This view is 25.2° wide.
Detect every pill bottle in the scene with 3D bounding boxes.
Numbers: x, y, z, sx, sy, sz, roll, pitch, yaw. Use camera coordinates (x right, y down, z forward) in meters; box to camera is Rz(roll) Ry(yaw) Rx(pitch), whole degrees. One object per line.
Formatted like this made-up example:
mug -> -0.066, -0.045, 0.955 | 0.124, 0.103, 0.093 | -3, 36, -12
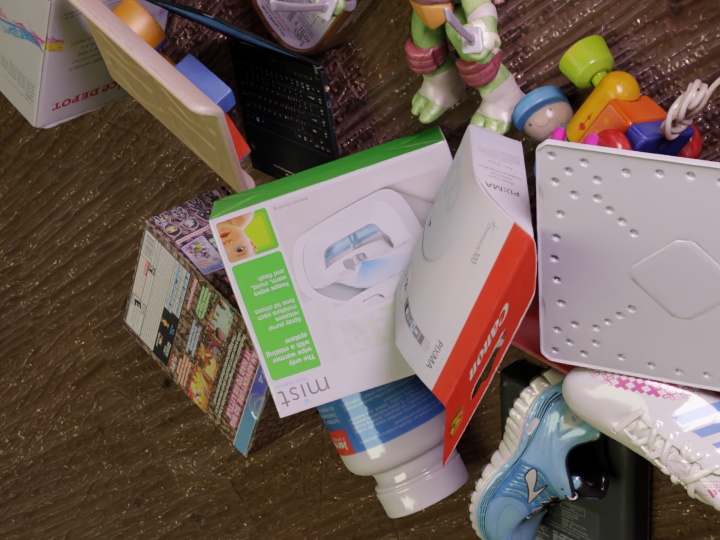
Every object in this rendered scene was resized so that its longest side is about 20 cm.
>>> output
pill bottle -> 0.017, 0.113, 1.431 | 0.112, 0.112, 0.200 | -24, 93, 53

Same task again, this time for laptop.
laptop -> -0.109, -0.151, 1.392 | 0.177, 0.103, 0.200 | 28, 133, 55

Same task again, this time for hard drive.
hard drive -> 0.179, 0.187, 1.356 | 0.139, 0.033, 0.200 | 22, 128, 40

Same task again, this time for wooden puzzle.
wooden puzzle -> -0.166, -0.165, 1.421 | 0.185, 0.046, 0.200 | 43, 172, 18

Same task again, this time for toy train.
toy train -> 0.183, -0.120, 1.133 | 0.116, 0.085, 0.200 | 62, 143, 24

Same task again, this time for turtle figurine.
turtle figurine -> 0.037, -0.171, 1.181 | 0.144, 0.200, 0.194 | -10, 135, 20

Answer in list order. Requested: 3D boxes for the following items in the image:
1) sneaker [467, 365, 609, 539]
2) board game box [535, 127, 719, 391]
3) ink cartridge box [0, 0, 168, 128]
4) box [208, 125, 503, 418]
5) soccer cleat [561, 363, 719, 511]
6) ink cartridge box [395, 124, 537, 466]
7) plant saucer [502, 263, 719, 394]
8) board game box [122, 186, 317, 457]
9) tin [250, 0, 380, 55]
sneaker -> 0.150, 0.168, 1.290 | 0.090, 0.078, 0.200 | 37, 137, 23
board game box -> 0.219, -0.001, 1.076 | 0.200, 0.026, 0.200 | 10, 135, 18
ink cartridge box -> -0.257, -0.248, 1.494 | 0.083, 0.146, 0.200 | 44, 139, 23
box -> 0.000, 0.000, 1.308 | 0.097, 0.200, 0.177 | -92, -15, -78
soccer cleat -> 0.236, 0.122, 1.149 | 0.200, 0.086, 0.070 | 16, 138, 12
ink cartridge box -> 0.070, 0.014, 1.138 | 0.047, 0.200, 0.160 | 18, 123, -9
plant saucer -> 0.222, 0.026, 1.150 | 0.199, 0.037, 0.200 | 29, 138, -3
board game box -> -0.125, 0.049, 1.568 | 0.200, 0.097, 0.160 | 44, 139, 21
tin -> -0.029, -0.255, 1.319 | 0.112, 0.042, 0.200 | 52, 142, 6
